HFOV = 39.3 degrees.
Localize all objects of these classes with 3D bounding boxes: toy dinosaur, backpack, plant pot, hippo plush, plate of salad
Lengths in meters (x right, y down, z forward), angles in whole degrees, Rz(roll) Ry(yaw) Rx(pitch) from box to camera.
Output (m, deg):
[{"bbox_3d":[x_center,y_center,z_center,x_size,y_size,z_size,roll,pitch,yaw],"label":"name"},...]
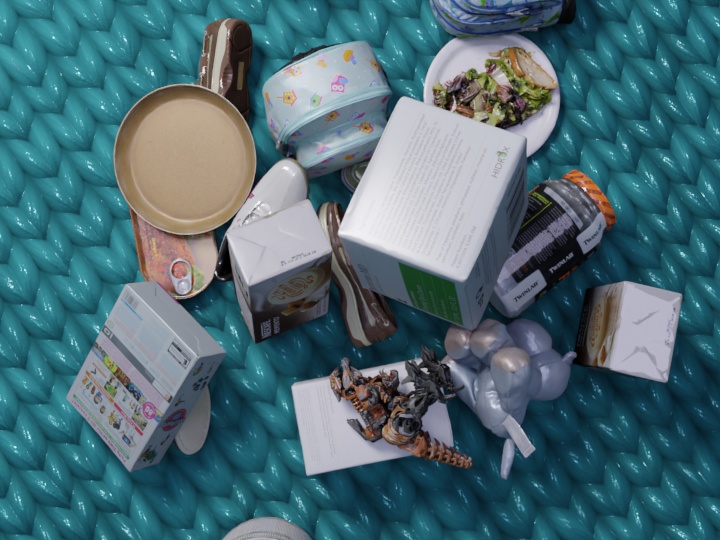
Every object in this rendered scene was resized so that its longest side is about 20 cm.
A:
[{"bbox_3d":[0.058,0.174,1.276,0.199,0.102,0.136,32,108,-12],"label":"toy dinosaur"},{"bbox_3d":[-0.040,-0.216,1.344,0.174,0.200,0.155,-20,79,-4],"label":"backpack"},{"bbox_3d":[0.192,-0.407,1.413,0.198,0.154,0.165,-13,90,8],"label":"backpack"},{"bbox_3d":[-0.237,-0.151,1.374,0.197,0.027,0.203,1,97,5],"label":"plant pot"},{"bbox_3d":[0.220,0.132,1.352,0.160,0.160,0.201,-21,66,-32],"label":"hippo plush"},{"bbox_3d":[0.189,-0.250,1.439,0.197,0.048,0.203,0,87,-3],"label":"plate of salad"}]

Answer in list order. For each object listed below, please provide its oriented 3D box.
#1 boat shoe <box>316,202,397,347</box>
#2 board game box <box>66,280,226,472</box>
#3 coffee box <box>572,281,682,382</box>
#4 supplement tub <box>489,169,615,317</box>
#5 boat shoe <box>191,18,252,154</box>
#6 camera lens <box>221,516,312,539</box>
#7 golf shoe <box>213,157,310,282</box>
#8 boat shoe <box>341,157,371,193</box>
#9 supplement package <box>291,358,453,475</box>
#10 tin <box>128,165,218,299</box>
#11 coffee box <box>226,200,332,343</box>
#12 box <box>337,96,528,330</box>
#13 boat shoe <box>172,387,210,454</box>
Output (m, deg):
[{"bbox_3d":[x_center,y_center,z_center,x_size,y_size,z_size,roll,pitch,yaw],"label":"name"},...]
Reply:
[{"bbox_3d":[0.001,-0.001,1.393,0.074,0.075,0.205,-16,98,15],"label":"boat shoe"},{"bbox_3d":[-0.285,0.138,1.328,0.147,0.064,0.201,42,112,21],"label":"board game box"},{"bbox_3d":[0.352,0.082,1.347,0.079,0.200,0.116,12,85,0],"label":"coffee box"},{"bbox_3d":[0.246,-0.040,1.391,0.199,0.123,0.123,-38,88,-3],"label":"supplement tub"},{"bbox_3d":[-0.201,-0.251,1.423,0.074,0.074,0.205,12,93,34],"label":"boat shoe"},{"bbox_3d":[-0.125,0.414,1.308,0.158,0.200,0.162,0,86,-2],"label":"camera lens"},{"bbox_3d":[-0.132,-0.059,1.347,0.072,0.092,0.201,36,122,6],"label":"golf shoe"},{"bbox_3d":[0.070,-0.123,1.419,0.198,0.062,0.073,13,86,0],"label":"boat shoe"},{"bbox_3d":[0.014,0.194,1.367,0.197,0.121,0.121,-11,86,-2],"label":"supplement package"},{"bbox_3d":[-0.260,-0.059,1.415,0.111,0.042,0.203,-10,86,1],"label":"tin"},{"bbox_3d":[-0.104,0.006,1.300,0.113,0.200,0.080,-22,69,-13],"label":"coffee box"},{"bbox_3d":[0.098,-0.067,1.257,0.170,0.199,0.202,22,75,17],"label":"box"},{"bbox_3d":[-0.257,0.152,1.390,0.059,0.072,0.203,-3,99,39],"label":"boat shoe"}]
